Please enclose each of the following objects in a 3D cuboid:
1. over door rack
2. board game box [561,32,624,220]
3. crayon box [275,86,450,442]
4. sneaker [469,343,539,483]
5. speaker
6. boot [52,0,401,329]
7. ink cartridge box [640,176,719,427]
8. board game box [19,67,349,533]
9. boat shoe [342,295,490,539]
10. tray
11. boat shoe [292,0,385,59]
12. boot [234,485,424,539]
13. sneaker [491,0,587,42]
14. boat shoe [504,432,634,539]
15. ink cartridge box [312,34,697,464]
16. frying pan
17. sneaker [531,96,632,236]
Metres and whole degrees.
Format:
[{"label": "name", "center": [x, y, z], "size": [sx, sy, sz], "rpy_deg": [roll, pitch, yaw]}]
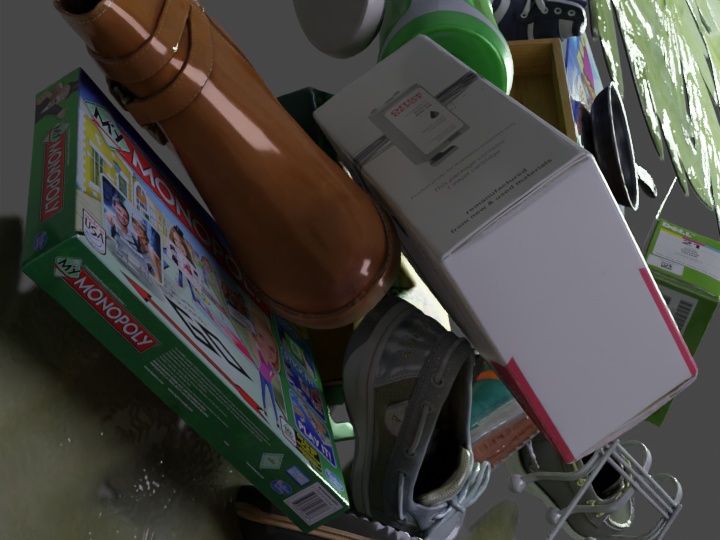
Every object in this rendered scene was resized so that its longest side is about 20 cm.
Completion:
[{"label": "over door rack", "center": [0.149, 0.209, 0.847], "size": [0.148, 0.067, 0.200], "rpy_deg": [42, 69, -44]}, {"label": "board game box", "center": [0.197, -0.113, 1.078], "size": [0.200, 0.041, 0.200], "rpy_deg": [-77, 148, -44]}, {"label": "crayon box", "center": [0.000, 0.000, 0.716], "size": [0.127, 0.051, 0.201], "rpy_deg": [3, 75, -60]}, {"label": "sneaker", "center": [0.092, 0.083, 0.831], "size": [0.080, 0.071, 0.200], "rpy_deg": [40, 39, 22]}, {"label": "speaker", "center": [0.052, -0.149, 0.780], "size": [0.200, 0.088, 0.089], "rpy_deg": [-87, 153, -66]}, {"label": "boot", "center": [-0.065, -0.073, 0.539], "size": [0.155, 0.077, 0.200], "rpy_deg": [52, 6, -46]}, {"label": "ink cartridge box", "center": [0.283, 0.022, 1.095], "size": [0.200, 0.076, 0.148], "rpy_deg": [-51, 160, -53]}, {"label": "board game box", "center": [-0.078, 0.016, 0.548], "size": [0.200, 0.029, 0.135], "rpy_deg": [51, 15, -37]}, {"label": "boat shoe", "center": [0.038, 0.101, 0.670], "size": [0.074, 0.065, 0.202], "rpy_deg": [-43, 143, -34]}, {"label": "tray", "center": [0.100, -0.097, 0.835], "size": [0.200, 0.098, 0.037], "rpy_deg": [-86, 172, -49]}, {"label": "boat shoe", "center": [0.006, -0.224, 0.792], "size": [0.093, 0.075, 0.201], "rpy_deg": [17, 63, -48]}, {"label": "boot", "center": [0.003, 0.204, 0.623], "size": [0.200, 0.077, 0.139], "rpy_deg": [28, 79, -26]}, {"label": "sneaker", "center": [0.111, -0.232, 0.944], "size": [0.200, 0.108, 0.070], "rpy_deg": [28, 54, -52]}, {"label": "boat shoe", "center": [0.181, 0.165, 0.944], "size": [0.202, 0.060, 0.072], "rpy_deg": [42, 44, -45]}, {"label": "ink cartridge box", "center": [0.068, -0.019, 0.611], "size": [0.147, 0.083, 0.200], "rpy_deg": [55, 0, -32]}, {"label": "frying pan", "center": [0.238, -0.113, 1.077], "size": [0.190, 0.031, 0.115], "rpy_deg": [-22, 102, -70]}, {"label": "sneaker", "center": [0.146, -0.033, 0.937], "size": [0.096, 0.079, 0.200], "rpy_deg": [-51, 121, -34]}]
